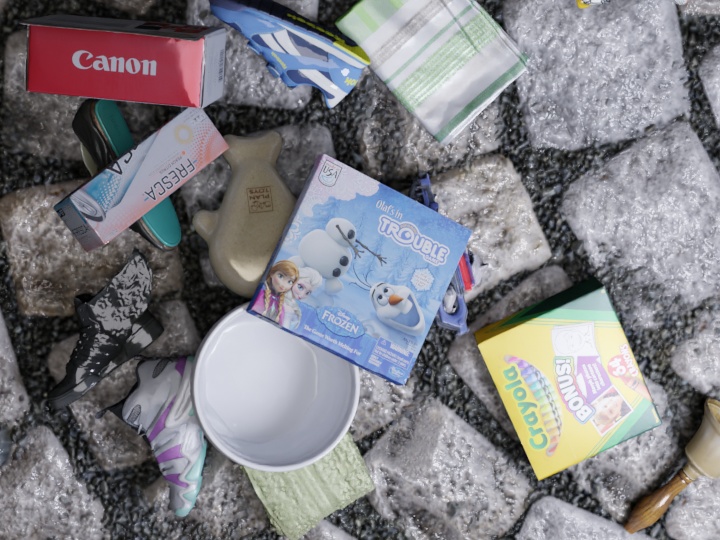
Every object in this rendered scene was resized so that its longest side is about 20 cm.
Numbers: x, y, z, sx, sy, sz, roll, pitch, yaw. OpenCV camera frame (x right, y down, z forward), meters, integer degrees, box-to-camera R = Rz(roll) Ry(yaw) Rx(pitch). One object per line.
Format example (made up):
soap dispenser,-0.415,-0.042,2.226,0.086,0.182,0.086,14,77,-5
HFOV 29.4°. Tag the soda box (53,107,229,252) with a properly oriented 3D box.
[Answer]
soda box,-0.246,-0.107,1.555,0.200,0.063,0.069,-42,102,-29

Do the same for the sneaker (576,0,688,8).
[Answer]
sneaker,0.288,-0.344,1.610,0.199,0.078,0.083,16,106,2

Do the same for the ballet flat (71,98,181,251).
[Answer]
ballet flat,-0.279,-0.108,1.620,0.068,0.068,0.201,-23,94,35

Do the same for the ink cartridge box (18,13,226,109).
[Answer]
ink cartridge box,-0.262,-0.232,1.521,0.199,0.176,0.084,6,103,3

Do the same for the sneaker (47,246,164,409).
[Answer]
sneaker,-0.318,0.071,1.662,0.199,0.060,0.104,-36,100,2

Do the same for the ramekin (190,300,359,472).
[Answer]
ramekin,-0.108,0.133,1.623,0.199,0.105,0.202,1,88,-16

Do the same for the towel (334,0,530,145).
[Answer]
towel,0.087,-0.267,1.628,0.149,0.031,0.200,-43,103,5

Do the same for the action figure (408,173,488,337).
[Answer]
action figure,0.058,-0.009,1.672,0.192,0.105,0.201,-4,79,-11

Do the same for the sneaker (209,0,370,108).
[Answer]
sneaker,-0.091,-0.258,1.594,0.199,0.074,0.083,27,113,-3

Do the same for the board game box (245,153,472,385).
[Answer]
board game box,0.000,0.000,1.577,0.199,0.043,0.200,26,80,-11

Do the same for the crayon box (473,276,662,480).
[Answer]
crayon box,0.259,0.136,1.721,0.172,0.058,0.201,-25,104,1

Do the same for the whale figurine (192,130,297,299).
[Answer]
whale figurine,-0.121,-0.062,1.637,0.158,0.104,0.201,-8,80,-8

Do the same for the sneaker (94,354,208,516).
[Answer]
sneaker,-0.258,0.198,1.690,0.139,0.078,0.201,6,93,-4

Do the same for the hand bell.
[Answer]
hand bell,0.414,0.270,1.764,0.104,0.104,0.200,37,110,-12

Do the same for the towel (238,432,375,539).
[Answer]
towel,-0.081,0.226,1.721,0.148,0.036,0.201,-31,104,-5
